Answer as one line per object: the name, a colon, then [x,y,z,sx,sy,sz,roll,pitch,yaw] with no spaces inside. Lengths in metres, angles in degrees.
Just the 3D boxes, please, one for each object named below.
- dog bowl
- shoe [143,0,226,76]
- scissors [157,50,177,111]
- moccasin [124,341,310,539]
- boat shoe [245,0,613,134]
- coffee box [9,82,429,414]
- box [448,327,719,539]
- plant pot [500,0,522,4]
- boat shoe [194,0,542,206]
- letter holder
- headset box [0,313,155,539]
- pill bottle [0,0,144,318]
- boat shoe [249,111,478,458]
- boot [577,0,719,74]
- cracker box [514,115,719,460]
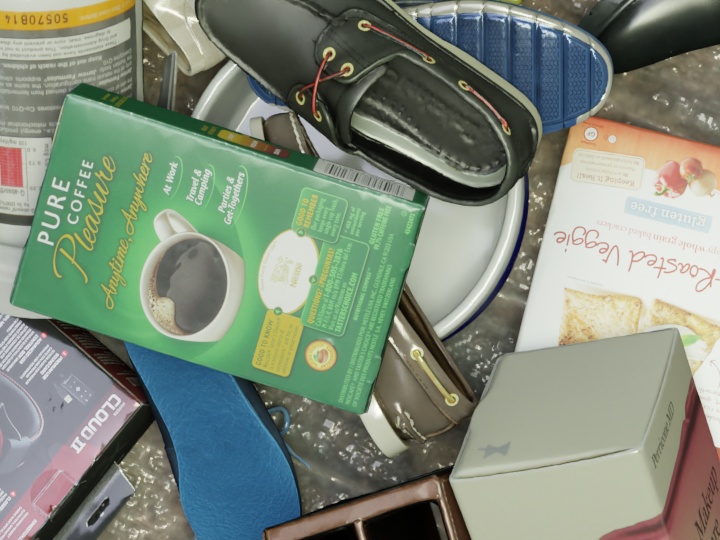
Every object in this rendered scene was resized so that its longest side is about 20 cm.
dog bowl: [-0.003,-0.046,1.561,0.198,0.079,0.202,0,89,8]
shoe: [-0.143,-0.188,1.525,0.200,0.070,0.053,42,73,7]
scissors: [-0.114,-0.040,1.543,0.014,0.200,0.073,-19,65,-33]
moccasin: [-0.077,0.083,1.562,0.080,0.068,0.201,-14,113,6]
boat shoe: [0.040,-0.119,1.475,0.198,0.072,0.073,7,106,9]
coffee box: [-0.074,-0.012,1.425,0.199,0.044,0.124,16,106,1]
box: [0.139,0.152,1.461,0.108,0.128,0.201,-10,116,22]
plant pot: [0.019,-0.253,1.513,0.198,0.181,0.201,11,89,9]
boat shoe: [0.000,-0.102,1.416,0.200,0.063,0.074,30,117,3]
letter holder: [0.034,0.187,1.483,0.100,0.200,0.143,-18,86,11]
headset box: [-0.222,0.083,1.591,0.200,0.075,0.149,40,94,8]
pill bottle: [-0.176,-0.083,1.494,0.115,0.117,0.201,6,116,9]
boat shoe: [0.000,0.000,1.483,0.059,0.072,0.201,-24,90,10]
boot: [0.238,-0.126,1.530,0.198,0.073,0.163,-35,81,0]
cracker box: [0.163,0.023,1.544,0.133,0.058,0.202,14,91,9]
